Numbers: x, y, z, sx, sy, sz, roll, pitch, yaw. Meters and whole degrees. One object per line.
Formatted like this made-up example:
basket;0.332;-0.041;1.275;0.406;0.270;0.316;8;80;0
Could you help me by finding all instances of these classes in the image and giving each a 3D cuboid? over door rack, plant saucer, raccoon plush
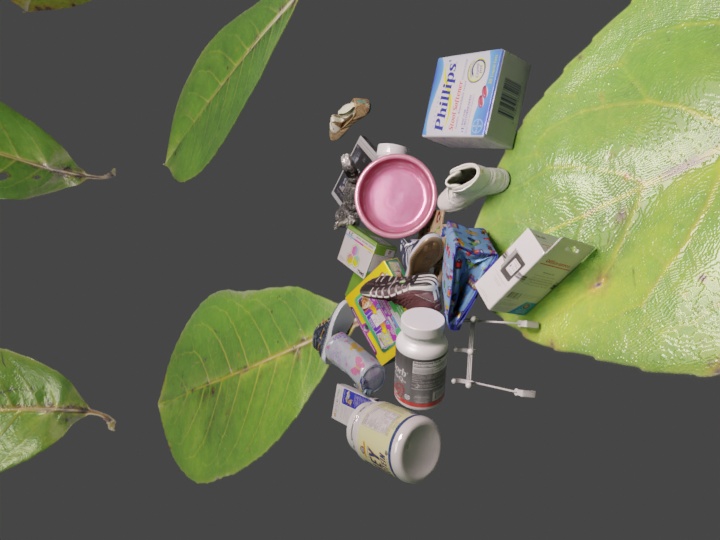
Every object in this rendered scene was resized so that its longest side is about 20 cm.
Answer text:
over door rack;0.263;0.170;1.192;0.199;0.066;0.150;-2;82;53
plant saucer;0.086;-0.177;1.405;0.197;0.051;0.204;0;89;9
raccoon plush;-0.041;-0.208;1.586;0.133;0.097;0.202;-19;105;22

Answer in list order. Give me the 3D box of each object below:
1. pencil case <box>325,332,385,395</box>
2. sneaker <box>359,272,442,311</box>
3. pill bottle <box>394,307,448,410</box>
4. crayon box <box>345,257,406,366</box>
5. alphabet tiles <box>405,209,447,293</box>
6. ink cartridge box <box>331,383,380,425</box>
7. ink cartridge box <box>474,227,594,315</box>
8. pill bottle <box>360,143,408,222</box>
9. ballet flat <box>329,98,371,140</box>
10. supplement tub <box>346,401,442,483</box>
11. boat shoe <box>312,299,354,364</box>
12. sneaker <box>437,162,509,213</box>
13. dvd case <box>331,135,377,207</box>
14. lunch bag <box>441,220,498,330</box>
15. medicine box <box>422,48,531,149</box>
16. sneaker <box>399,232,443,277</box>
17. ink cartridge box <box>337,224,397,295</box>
pencil case;-0.016;0.242;1.532;0.200;0.082;0.092;36;119;50
sneaker;0.095;0.074;1.318;0.198;0.076;0.117;-4;119;36
pill bottle;0.132;0.191;1.271;0.116;0.115;0.203;35;132;50
crayon box;0.071;0.102;1.425;0.172;0.058;0.202;-43;69;38
alphabet tiles;0.158;-0.044;1.395;0.167;0.007;0.203;8;89;66
ink cartridge box;-0.004;0.368;1.529;0.199;0.037;0.096;8;89;56
ink cartridge box;0.327;-0.007;1.104;0.201;0.115;0.067;-52;45;32
pill bottle;0.069;-0.215;1.491;0.111;0.110;0.203;9;90;53
ballet flat;-0.050;-0.455;1.736;0.199;0.065;0.072;-31;59;46
supplement tub;0.073;0.385;1.334;0.199;0.144;0.147;5;86;53
boat shoe;-0.083;0.158;1.645;0.091;0.070;0.203;39;115;45
sneaker;0.215;-0.187;1.290;0.199;0.114;0.075;-23;66;51
dvd case;-0.007;-0.264;1.673;0.201;0.024;0.151;-60;41;25
lunch bag;0.207;0.020;1.236;0.151;0.093;0.203;-86;9;-66
medicine box;0.252;-0.372;1.290;0.199;0.102;0.185;17;96;52
sneaker;0.134;-0.052;1.323;0.201;0.069;0.110;105;163;-57
ink cartridge box;0.000;0.000;1.566;0.148;0.075;0.202;36;110;50
